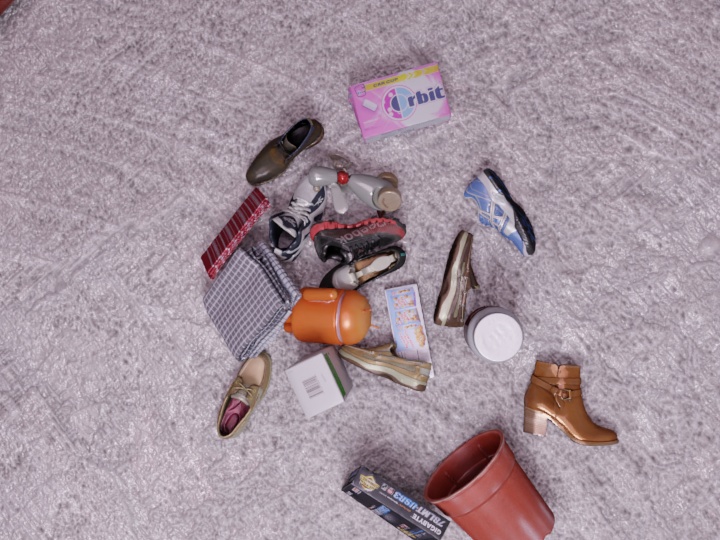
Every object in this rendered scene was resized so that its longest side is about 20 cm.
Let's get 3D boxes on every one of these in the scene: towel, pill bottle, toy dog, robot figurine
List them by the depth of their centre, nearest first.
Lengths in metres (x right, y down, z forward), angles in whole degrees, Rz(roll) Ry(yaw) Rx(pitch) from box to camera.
[{"bbox_3d":[0.262,0.125,1.529,0.109,0.200,0.110,0,88,4],"label":"pill bottle"},{"bbox_3d":[-0.226,0.063,1.575,0.200,0.086,0.166,-51,61,30],"label":"towel"},{"bbox_3d":[-0.064,0.094,1.590,0.200,0.117,0.144,2,104,18],"label":"robot figurine"},{"bbox_3d":[-0.262,-0.080,1.613,0.022,0.145,0.200,38,92,-23],"label":"towel"},{"bbox_3d":[-0.008,-0.158,1.613,0.200,0.132,0.096,22,122,12],"label":"toy dog"}]

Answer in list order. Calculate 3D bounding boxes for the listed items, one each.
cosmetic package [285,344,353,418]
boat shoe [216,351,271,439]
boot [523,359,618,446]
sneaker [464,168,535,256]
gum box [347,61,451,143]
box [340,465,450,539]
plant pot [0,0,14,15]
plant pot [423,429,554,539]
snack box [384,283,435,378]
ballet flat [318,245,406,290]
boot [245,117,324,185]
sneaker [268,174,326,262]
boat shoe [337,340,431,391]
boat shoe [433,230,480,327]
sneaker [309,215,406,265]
[{"bbox_3d":[-0.080,0.217,1.554,0.085,0.200,0.108,-26,89,5],"label":"cosmetic package"},{"bbox_3d":[-0.244,0.265,1.632,0.074,0.066,0.200,21,90,5],"label":"boat shoe"},{"bbox_3d":[0.435,0.270,1.578,0.200,0.074,0.155,11,85,2],"label":"boot"},{"bbox_3d":[0.292,-0.111,1.607,0.077,0.076,0.200,-35,86,25],"label":"sneaker"},{"bbox_3d":[0.078,-0.347,1.623,0.200,0.066,0.114,-15,88,4],"label":"gum box"},{"bbox_3d":[0.063,0.465,1.538,0.198,0.200,0.050,31,69,3],"label":"box"},{"bbox_3d":[-0.850,-0.589,1.652,0.195,0.201,0.201,-42,86,-6],"label":"plant pot"},{"bbox_3d":[0.263,0.455,1.526,0.201,0.201,0.195,-40,93,3],"label":"plant pot"},{"bbox_3d":[0.103,0.131,1.629,0.072,0.024,0.200,-11,88,6],"label":"snack box"},{"bbox_3d":[0.000,0.000,1.619,0.200,0.068,0.068,-27,88,4],"label":"ballet flat"},{"bbox_3d":[-0.168,-0.255,1.625,0.200,0.097,0.075,-39,86,2],"label":"boot"},{"bbox_3d":[-0.132,-0.112,1.602,0.079,0.130,0.199,30,91,3],"label":"sneaker"},{"bbox_3d":[0.053,0.181,1.602,0.200,0.072,0.076,19,90,15],"label":"boat shoe"},{"bbox_3d":[0.210,0.021,1.605,0.075,0.075,0.203,14,99,-2],"label":"boat shoe"},{"bbox_3d":[-0.003,-0.057,1.588,0.200,0.071,0.098,-5,54,-1],"label":"sneaker"}]
